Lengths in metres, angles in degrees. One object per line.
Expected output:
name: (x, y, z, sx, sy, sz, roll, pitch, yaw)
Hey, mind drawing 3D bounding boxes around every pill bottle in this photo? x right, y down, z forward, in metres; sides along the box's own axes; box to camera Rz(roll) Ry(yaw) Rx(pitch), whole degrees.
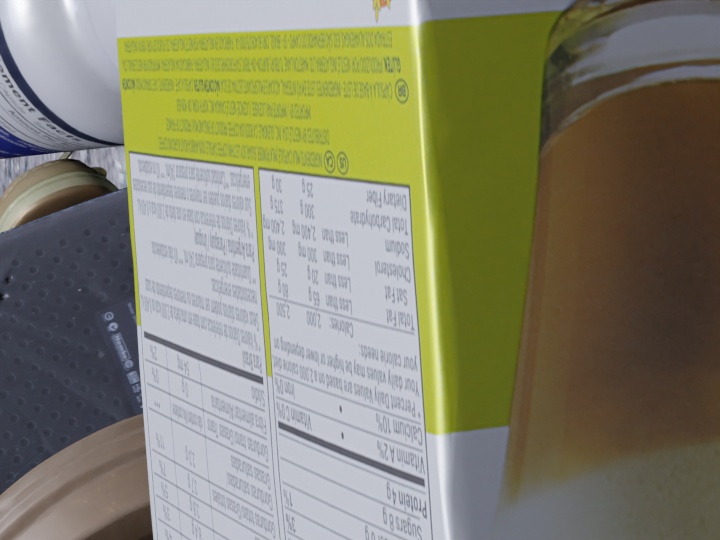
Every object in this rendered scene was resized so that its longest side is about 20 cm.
pill bottle: (-0.110, -0.103, 0.975, 0.200, 0.116, 0.116, -2, 93, 49)

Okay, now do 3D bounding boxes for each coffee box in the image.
coffee box: (0.072, 0.015, 0.542, 0.200, 0.199, 0.198, -169, 74, -69)

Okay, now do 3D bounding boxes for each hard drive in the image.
hard drive: (-0.115, 0.053, 0.925, 0.042, 0.200, 0.135, -175, 62, -85)

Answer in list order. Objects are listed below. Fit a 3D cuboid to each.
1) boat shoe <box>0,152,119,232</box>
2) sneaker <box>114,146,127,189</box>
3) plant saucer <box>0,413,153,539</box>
boat shoe: (-0.131, 0.002, 1.090, 0.200, 0.073, 0.063, 100, 152, -61)
sneaker: (-0.071, -0.040, 1.095, 0.080, 0.070, 0.200, 43, 153, -5)
plant saucer: (-0.063, 0.131, 0.913, 0.029, 0.200, 0.200, -123, 33, -46)
